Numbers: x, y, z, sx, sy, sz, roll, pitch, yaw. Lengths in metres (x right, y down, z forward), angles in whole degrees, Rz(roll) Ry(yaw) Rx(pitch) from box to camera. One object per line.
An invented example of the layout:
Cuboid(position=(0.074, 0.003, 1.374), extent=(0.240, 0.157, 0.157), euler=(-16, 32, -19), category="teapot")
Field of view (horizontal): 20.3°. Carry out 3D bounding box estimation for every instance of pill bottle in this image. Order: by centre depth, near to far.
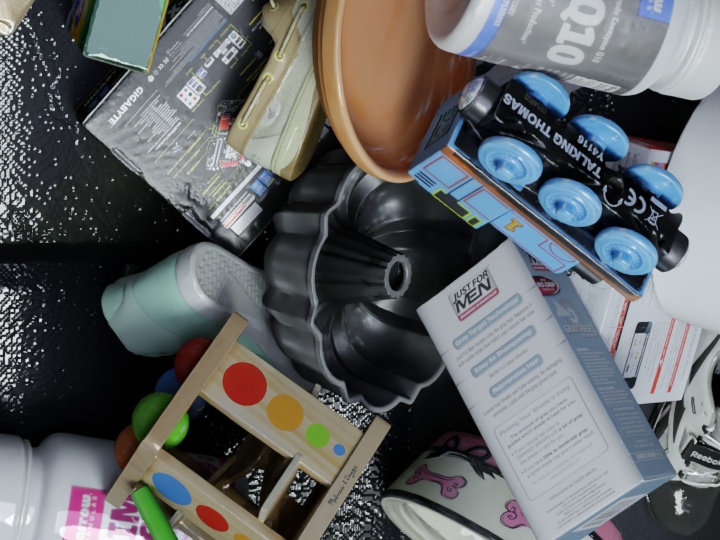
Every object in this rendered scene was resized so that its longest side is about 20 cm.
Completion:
Cuboid(position=(0.154, -0.184, 1.373), extent=(0.198, 0.114, 0.115), euler=(11, 102, -19), category="pill bottle")
Cuboid(position=(-0.192, 0.184, 1.507), extent=(0.198, 0.113, 0.114), euler=(10, 102, -17), category="pill bottle")

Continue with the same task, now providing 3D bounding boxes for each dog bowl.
Cuboid(position=(0.116, 0.200, 1.557), extent=(0.200, 0.200, 0.074), euler=(39, 73, -20), category="dog bowl")

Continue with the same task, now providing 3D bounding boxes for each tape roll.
Cuboid(position=(0.300, -0.048, 1.529), extent=(0.202, 0.070, 0.204), euler=(-31, 129, -46), category="tape roll")

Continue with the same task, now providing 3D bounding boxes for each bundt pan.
Cuboid(position=(0.000, 0.000, 1.491), extent=(0.201, 0.075, 0.204), euler=(-13, 107, -50), category="bundt pan")

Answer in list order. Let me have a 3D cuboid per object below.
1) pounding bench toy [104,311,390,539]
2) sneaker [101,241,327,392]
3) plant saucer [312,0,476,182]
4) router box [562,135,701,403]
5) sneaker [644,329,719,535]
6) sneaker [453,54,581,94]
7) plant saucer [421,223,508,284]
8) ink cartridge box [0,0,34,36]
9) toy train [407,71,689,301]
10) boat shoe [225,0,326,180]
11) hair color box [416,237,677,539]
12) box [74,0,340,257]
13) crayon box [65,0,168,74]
Cuboid(position=(-0.106, 0.158, 1.413), extent=(0.155, 0.124, 0.201), euler=(35, 57, -2), category="pounding bench toy")
Cuboid(position=(-0.106, 0.043, 1.527), extent=(0.200, 0.117, 0.074), euler=(36, 50, -43), category="sneaker")
Cuboid(position=(0.022, -0.163, 1.394), extent=(0.037, 0.200, 0.202), euler=(7, 104, 30), category="plant saucer")
Cuboid(position=(0.214, 0.002, 1.540), extent=(0.179, 0.049, 0.202), euler=(2, 105, -56), category="router box")
Cuboid(position=(0.281, 0.130, 1.631), extent=(0.073, 0.089, 0.202), euler=(3, 106, -17), category="sneaker")
Cuboid(position=(0.151, -0.143, 1.509), extent=(0.198, 0.075, 0.116), euler=(-7, 113, 14), category="sneaker")
Cuboid(position=(0.148, -0.009, 1.583), extent=(0.199, 0.039, 0.203), euler=(-4, 105, -13), category="plant saucer")
Cuboid(position=(-0.222, -0.270, 1.348), extent=(0.075, 0.165, 0.201), euler=(31, 96, -22), category="ink cartridge box")
Cuboid(position=(0.134, -0.057, 1.395), extent=(0.199, 0.114, 0.087), euler=(36, 59, -16), category="toy train")
Cuboid(position=(-0.040, -0.168, 1.424), extent=(0.066, 0.074, 0.202), euler=(21, 92, 7), category="boat shoe")
Cuboid(position=(0.132, 0.086, 1.451), extent=(0.099, 0.060, 0.201), euler=(-38, 70, 28), category="hair color box")
Cuboid(position=(-0.087, -0.134, 1.483), extent=(0.159, 0.049, 0.200), euler=(41, 92, -23), category="box")
Cuboid(position=(-0.151, -0.248, 1.394), extent=(0.051, 0.126, 0.202), euler=(15, 100, -17), category="crayon box")
